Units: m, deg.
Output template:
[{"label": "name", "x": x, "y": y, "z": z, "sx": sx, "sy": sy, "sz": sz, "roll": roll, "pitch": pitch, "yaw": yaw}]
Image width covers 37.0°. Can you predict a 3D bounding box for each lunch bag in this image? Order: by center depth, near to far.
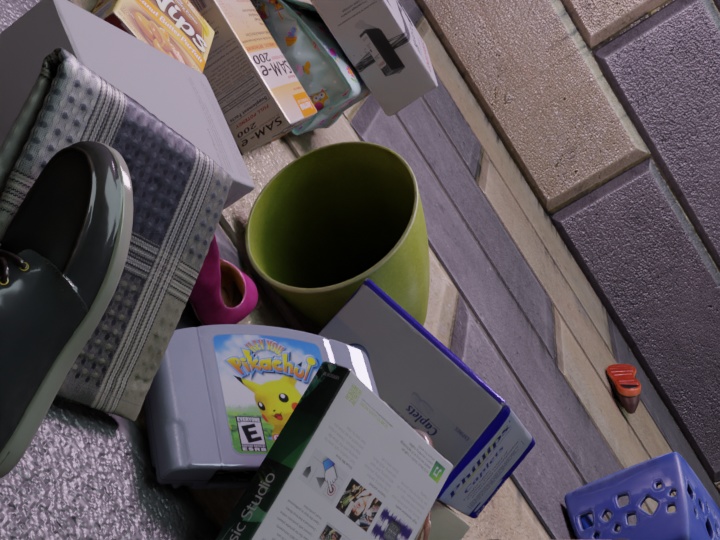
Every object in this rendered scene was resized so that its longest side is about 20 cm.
[{"label": "lunch bag", "x": -0.083, "y": -0.293, "z": 1.433, "sx": 0.201, "sy": 0.121, "sz": 0.170, "roll": 55, "pitch": 16, "yaw": -1}]

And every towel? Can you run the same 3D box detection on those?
[{"label": "towel", "x": -0.177, "y": -0.012, "z": 0.704, "sx": 0.192, "sy": 0.034, "sz": 0.202, "roll": 36, "pitch": 73, "yaw": -57}]

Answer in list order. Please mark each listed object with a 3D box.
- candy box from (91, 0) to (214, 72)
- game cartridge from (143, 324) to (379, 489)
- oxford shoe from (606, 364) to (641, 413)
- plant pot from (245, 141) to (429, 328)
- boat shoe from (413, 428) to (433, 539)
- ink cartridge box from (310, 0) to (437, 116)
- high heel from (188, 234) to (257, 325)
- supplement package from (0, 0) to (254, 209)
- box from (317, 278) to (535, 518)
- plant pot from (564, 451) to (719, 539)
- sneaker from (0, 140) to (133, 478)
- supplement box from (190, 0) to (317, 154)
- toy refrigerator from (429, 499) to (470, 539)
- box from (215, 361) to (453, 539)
[{"label": "candy box", "x": -0.213, "y": -0.238, "z": 1.096, "sx": 0.116, "sy": 0.055, "sz": 0.201, "roll": 51, "pitch": 20, "yaw": -26}, {"label": "game cartridge", "x": -0.070, "y": 0.105, "z": 0.836, "sx": 0.198, "sy": 0.041, "sz": 0.134, "roll": 7, "pitch": 45, "yaw": -30}, {"label": "oxford shoe", "x": 0.631, "y": 0.280, "z": 2.590, "sx": 0.200, "sy": 0.070, "sz": 0.073, "roll": -65, "pitch": 151, "yaw": -72}, {"label": "plant pot", "x": 0.000, "y": 0.000, "z": 1.151, "sx": 0.201, "sy": 0.185, "sz": 0.188, "roll": 61, "pitch": 11, "yaw": -49}, {"label": "boat shoe", "x": 0.020, "y": 0.229, "z": 0.881, "sx": 0.072, "sy": 0.075, "sz": 0.202, "roll": 42, "pitch": 63, "yaw": -64}, {"label": "ink cartridge box", "x": 0.014, "y": -0.326, "z": 1.423, "sx": 0.201, "sy": 0.083, "sz": 0.145, "roll": 54, "pitch": 16, "yaw": -30}, {"label": "high heel", "x": -0.117, "y": -0.002, "z": 0.922, "sx": 0.200, "sy": 0.095, "sz": 0.068, "roll": 21, "pitch": 42, "yaw": -63}, {"label": "supplement package", "x": -0.195, "y": -0.101, "z": 0.826, "sx": 0.121, "sy": 0.121, "sz": 0.200, "roll": 65, "pitch": 18, "yaw": 17}, {"label": "box", "x": 0.060, "y": 0.128, "z": 1.036, "sx": 0.184, "sy": 0.105, "sz": 0.200, "roll": 41, "pitch": -3, "yaw": 24}, {"label": "plant pot", "x": 0.442, "y": 0.425, "z": 1.622, "sx": 0.200, "sy": 0.199, "sz": 0.181, "roll": 48, "pitch": 27, "yaw": -33}, {"label": "sneaker", "x": -0.200, "y": 0.008, "z": 0.579, "sx": 0.106, "sy": 0.074, "sz": 0.202, "roll": 33, "pitch": 74, "yaw": -49}, {"label": "supplement box", "x": -0.144, "y": -0.247, "z": 1.269, "sx": 0.201, "sy": 0.073, "sz": 0.126, "roll": 58, "pitch": 18, "yaw": -6}, {"label": "toy refrigerator", "x": 0.013, "y": 0.196, "z": 0.967, "sx": 0.200, "sy": 0.070, "sz": 0.076, "roll": 43, "pitch": -6, "yaw": -40}, {"label": "box", "x": -0.026, "y": 0.188, "z": 0.769, "sx": 0.144, "sy": 0.036, "sz": 0.201, "roll": 46, "pitch": 66, "yaw": -36}]
